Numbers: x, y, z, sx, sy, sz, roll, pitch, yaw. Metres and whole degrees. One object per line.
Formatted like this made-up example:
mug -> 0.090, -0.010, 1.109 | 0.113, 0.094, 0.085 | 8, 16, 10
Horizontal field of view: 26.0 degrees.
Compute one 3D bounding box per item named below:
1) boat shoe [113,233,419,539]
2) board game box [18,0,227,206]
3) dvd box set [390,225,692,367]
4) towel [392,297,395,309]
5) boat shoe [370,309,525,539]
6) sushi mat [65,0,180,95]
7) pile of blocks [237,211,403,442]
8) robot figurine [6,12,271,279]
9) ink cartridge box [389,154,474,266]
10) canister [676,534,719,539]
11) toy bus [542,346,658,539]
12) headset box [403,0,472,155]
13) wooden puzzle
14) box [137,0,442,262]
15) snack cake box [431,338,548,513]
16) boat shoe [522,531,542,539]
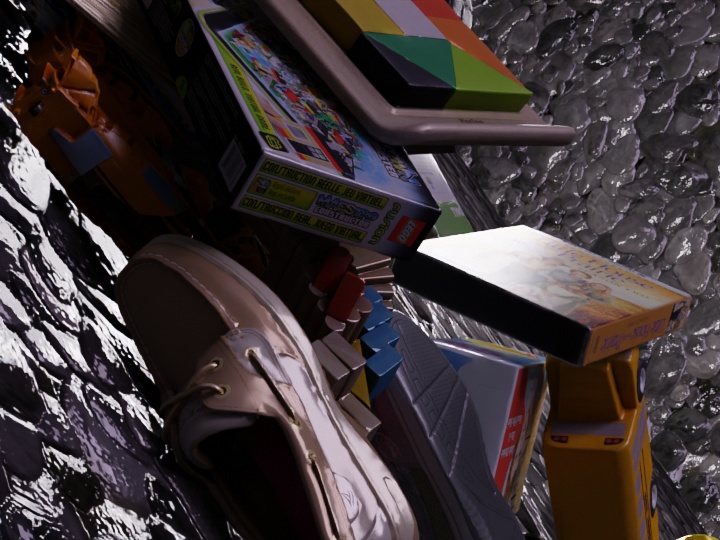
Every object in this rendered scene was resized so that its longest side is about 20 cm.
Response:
boat shoe -> -0.054, 0.068, 0.716 | 0.200, 0.074, 0.069 | 50, 33, 14
board game box -> -0.136, -0.124, 0.956 | 0.201, 0.035, 0.126 | 52, -20, -11
dvd box set -> 0.127, 0.013, 1.060 | 0.145, 0.030, 0.199 | 25, 17, 26
towel -> 0.000, 0.000, 0.992 | 0.201, 0.030, 0.150 | 74, 6, -52
boat shoe -> 0.038, 0.120, 0.868 | 0.203, 0.064, 0.075 | 65, 24, -16
sushi mat -> -0.147, -0.177, 0.865 | 0.200, 0.012, 0.096 | 39, 40, -26
pile of blocks -> -0.008, 0.004, 0.800 | 0.081, 0.062, 0.201 | 6, 45, -24
robot figurine -> -0.111, -0.042, 0.865 | 0.200, 0.058, 0.145 | 49, 13, -24
ink cartridge box -> 0.026, -0.056, 1.165 | 0.201, 0.059, 0.104 | 61, 17, 6
canister -> 0.229, 0.286, 1.098 | 0.086, 0.149, 0.200 | 35, 12, 1
toy bus -> 0.169, 0.145, 1.099 | 0.079, 0.064, 0.202 | -62, 147, -49
headset box -> -0.030, -0.149, 1.051 | 0.075, 0.198, 0.150 | 75, 19, -45
wooden puzzle -> 0.016, -0.138, 0.886 | 0.200, 0.037, 0.184 | 45, 27, 24
box -> -0.042, -0.090, 0.815 | 0.109, 0.035, 0.201 | 16, 30, -34
snack cake box -> 0.076, 0.109, 1.043 | 0.067, 0.116, 0.200 | 15, 1, 13
boat shoe -> 0.121, 0.218, 1.081 | 0.067, 0.057, 0.200 | 53, 9, -2
